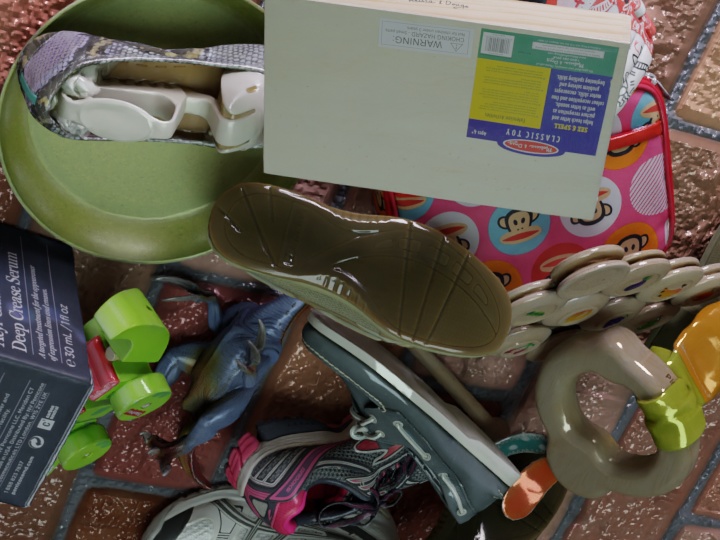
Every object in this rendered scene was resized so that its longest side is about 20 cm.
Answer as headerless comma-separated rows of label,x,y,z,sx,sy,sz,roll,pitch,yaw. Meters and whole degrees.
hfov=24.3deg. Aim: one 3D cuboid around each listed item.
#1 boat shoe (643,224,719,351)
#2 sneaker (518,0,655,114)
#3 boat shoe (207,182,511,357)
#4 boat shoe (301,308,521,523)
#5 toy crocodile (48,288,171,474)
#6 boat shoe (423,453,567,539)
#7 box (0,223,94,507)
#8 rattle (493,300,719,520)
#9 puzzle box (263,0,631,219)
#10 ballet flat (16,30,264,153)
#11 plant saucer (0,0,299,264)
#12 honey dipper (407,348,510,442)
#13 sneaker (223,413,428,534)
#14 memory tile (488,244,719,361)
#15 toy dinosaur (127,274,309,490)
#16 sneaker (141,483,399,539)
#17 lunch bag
boat shoe,0.285,0.012,1.213,0.068,0.075,0.200,18,118,-48
sneaker,0.135,-0.178,0.984,0.107,0.067,0.203,1,109,-48
boat shoe,-0.001,0.002,1.053,0.199,0.063,0.074,17,79,-5
boat shoe,0.026,0.104,1.148,0.200,0.073,0.062,40,96,-24
toy crocodile,-0.184,0.080,1.096,0.061,0.068,0.200,-9,156,-47
boat shoe,0.082,0.207,1.256,0.201,0.072,0.066,-46,169,-29
box,-0.278,0.037,1.017,0.198,0.149,0.108,18,118,-27
rattle,0.183,0.093,1.196,0.129,0.143,0.200,31,144,0
puzzle box,0.044,-0.096,0.934,0.198,0.026,0.134,9,136,3
ballet flat,-0.101,-0.096,0.985,0.198,0.072,0.073,3,124,-17
plant saucer,-0.127,-0.095,1.040,0.198,0.031,0.202,-8,127,-10
honey dipper,0.052,0.069,1.199,0.038,0.038,0.200,-34,125,10
sneaker,0.001,0.148,1.203,0.198,0.075,0.081,-9,129,-33
memory tile,0.158,0.027,1.137,0.153,0.017,0.199,-32,156,33
toy dinosaur,-0.089,0.046,1.147,0.181,0.105,0.200,-37,161,-1
sneaker,-0.062,0.212,1.240,0.198,0.088,0.076,-1,127,-13
lunch bag,0.105,-0.068,1.099,0.198,0.082,0.178,-15,123,-7
